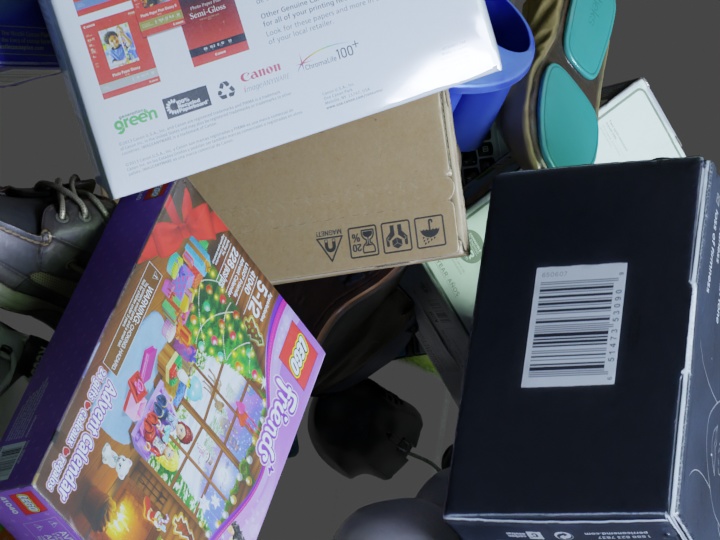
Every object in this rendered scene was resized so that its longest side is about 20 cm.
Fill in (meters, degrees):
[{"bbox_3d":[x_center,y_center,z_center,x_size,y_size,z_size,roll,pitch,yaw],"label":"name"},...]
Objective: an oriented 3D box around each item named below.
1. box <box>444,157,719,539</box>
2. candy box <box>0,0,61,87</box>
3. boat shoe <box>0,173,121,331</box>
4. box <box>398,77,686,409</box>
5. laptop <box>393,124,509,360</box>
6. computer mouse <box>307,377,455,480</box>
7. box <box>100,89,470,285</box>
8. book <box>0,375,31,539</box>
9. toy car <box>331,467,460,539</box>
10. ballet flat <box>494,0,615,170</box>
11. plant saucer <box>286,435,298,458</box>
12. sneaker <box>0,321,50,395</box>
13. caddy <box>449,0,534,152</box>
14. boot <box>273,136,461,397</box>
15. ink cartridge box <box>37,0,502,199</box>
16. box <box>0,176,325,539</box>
[{"bbox_3d":[0.142,0.079,1.086,0.197,0.123,0.201,52,41,-51],"label":"box"},{"bbox_3d":[-0.225,-0.193,0.993,0.169,0.077,0.202,-4,88,-51],"label":"candy box"},{"bbox_3d":[-0.153,-0.016,1.035,0.073,0.075,0.200,-46,139,5],"label":"boat shoe"},{"bbox_3d":[0.118,-0.016,1.263,0.200,0.060,0.117,-37,103,-23],"label":"box"},{"bbox_3d":[0.045,-0.042,1.268,0.116,0.198,0.189,-20,102,-88],"label":"laptop"},{"bbox_3d":[0.037,0.117,1.280,0.200,0.034,0.059,33,79,-45],"label":"computer mouse"},{"bbox_3d":[-0.048,-0.075,1.095,0.021,0.199,0.165,-1,83,-71],"label":"box"},{"bbox_3d":[-0.141,0.158,1.006,0.134,0.048,0.200,-45,127,-3],"label":"book"},{"bbox_3d":[0.025,0.208,1.171,0.200,0.149,0.176,-17,100,-55],"label":"toy car"},{"bbox_3d":[0.111,-0.105,1.234,0.069,0.063,0.201,48,38,-24],"label":"ballet flat"},{"bbox_3d":[-0.077,0.013,1.184,0.070,0.019,0.202,-9,90,-51],"label":"plant saucer"},{"bbox_3d":[-0.161,0.062,1.020,0.200,0.088,0.075,35,59,-40],"label":"sneaker"},{"bbox_3d":[0.003,-0.142,1.170,0.141,0.200,0.105,-28,146,-47],"label":"caddy"},{"bbox_3d":[0.000,0.000,1.148,0.075,0.200,0.097,50,20,23],"label":"boot"},{"bbox_3d":[-0.055,-0.151,0.986,0.199,0.084,0.177,-18,102,-9],"label":"ink cartridge box"},{"bbox_3d":[-0.092,0.070,0.979,0.137,0.039,0.201,53,40,-32],"label":"box"}]
